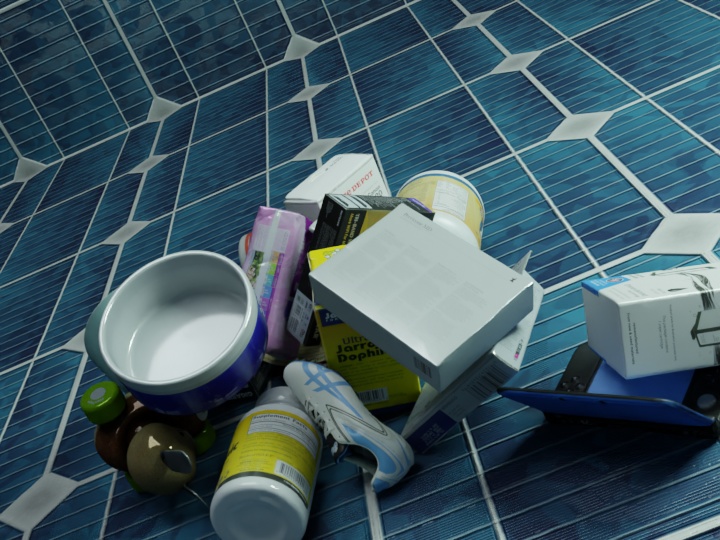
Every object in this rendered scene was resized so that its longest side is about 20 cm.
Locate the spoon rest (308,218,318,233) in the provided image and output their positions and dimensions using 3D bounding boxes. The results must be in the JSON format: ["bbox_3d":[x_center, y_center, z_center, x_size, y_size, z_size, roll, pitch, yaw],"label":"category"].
[{"bbox_3d":[-0.012,-0.016,1.372,0.099,0.200,0.061,23,67,29],"label":"spoon rest"}]

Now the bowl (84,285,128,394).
[{"bbox_3d":[-0.280,0.112,1.379,0.200,0.201,0.105,-28,48,-7],"label":"bowl"}]

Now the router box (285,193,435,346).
[{"bbox_3d":[0.000,0.000,1.296,0.157,0.201,0.052,-2,28,-40],"label":"router box"}]

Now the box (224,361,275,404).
[{"bbox_3d":[-0.199,0.130,1.509,0.159,0.046,0.200,-13,28,24],"label":"box"}]

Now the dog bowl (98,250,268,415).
[{"bbox_3d":[-0.219,0.077,1.218,0.199,0.079,0.201,-8,52,10],"label":"dog bowl"}]

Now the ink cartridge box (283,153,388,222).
[{"bbox_3d":[-0.015,-0.065,1.536,0.085,0.200,0.146,3,37,45],"label":"ink cartridge box"}]

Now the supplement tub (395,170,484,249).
[{"bbox_3d":[0.109,-0.047,1.455,0.144,0.145,0.200,-16,27,20],"label":"supplement tub"}]

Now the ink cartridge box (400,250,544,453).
[{"bbox_3d":[0.140,0.097,1.157,0.196,0.043,0.200,-51,4,42],"label":"ink cartridge box"}]

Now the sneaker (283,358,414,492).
[{"bbox_3d":[-0.026,0.178,1.145,0.072,0.072,0.200,-35,61,-30],"label":"sneaker"}]

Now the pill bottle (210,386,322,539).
[{"bbox_3d":[-0.104,0.229,1.157,0.111,0.112,0.200,-17,26,16],"label":"pill bottle"}]

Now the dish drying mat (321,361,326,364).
[{"bbox_3d":[0.026,0.106,1.385,0.199,0.018,0.077,-9,29,32],"label":"dish drying mat"}]

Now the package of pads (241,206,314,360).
[{"bbox_3d":[-0.114,0.020,1.337,0.075,0.201,0.120,12,-5,17],"label":"package of pads"}]

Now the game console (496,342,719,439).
[{"bbox_3d":[0.276,0.109,1.029,0.200,0.118,0.171,-1,42,41],"label":"game console"}]

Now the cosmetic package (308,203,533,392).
[{"bbox_3d":[0.065,0.023,1.065,0.151,0.052,0.200,-39,52,-22],"label":"cosmetic package"}]

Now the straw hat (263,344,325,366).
[{"bbox_3d":[-0.086,0.050,1.437,0.200,0.085,0.201,-11,29,6],"label":"straw hat"}]

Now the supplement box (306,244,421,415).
[{"bbox_3d":[0.007,0.075,1.206,0.109,0.200,0.109,-11,41,0],"label":"supplement box"}]

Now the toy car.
[{"bbox_3d":[-0.242,0.225,1.249,0.158,0.165,0.200,-35,36,-19],"label":"toy car"}]

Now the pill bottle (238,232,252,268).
[{"bbox_3d":[-0.097,-0.037,1.663,0.199,0.112,0.112,-18,26,15],"label":"pill bottle"}]

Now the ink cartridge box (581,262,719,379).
[{"bbox_3d":[0.352,0.046,1.030,0.199,0.085,0.146,-9,8,-1],"label":"ink cartridge box"}]
